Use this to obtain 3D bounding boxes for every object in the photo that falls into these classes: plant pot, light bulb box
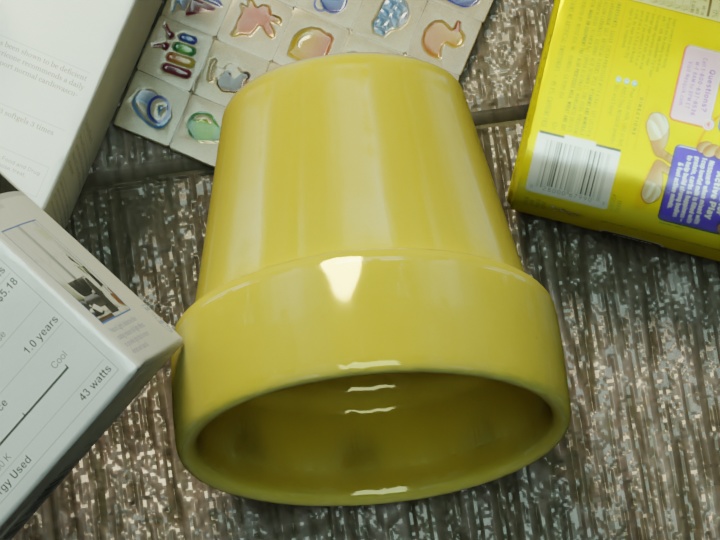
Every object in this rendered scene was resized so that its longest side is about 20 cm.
[{"bbox_3d":[0.000,0.000,1.506,0.199,0.201,0.190,-3,68,-3],"label":"plant pot"},{"bbox_3d":[-0.227,0.044,1.402,0.200,0.125,0.198,43,97,2],"label":"light bulb box"}]

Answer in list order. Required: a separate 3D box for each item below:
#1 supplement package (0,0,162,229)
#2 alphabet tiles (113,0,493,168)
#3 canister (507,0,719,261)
[{"bbox_3d":[-0.178,-0.129,1.558,0.116,0.117,0.201,22,79,2],"label":"supplement package"},{"bbox_3d":[-0.021,-0.138,1.622,0.166,0.008,0.201,22,78,3],"label":"alphabet tiles"},{"bbox_3d":[0.190,-0.078,1.578,0.199,0.087,0.149,14,78,2],"label":"canister"}]
